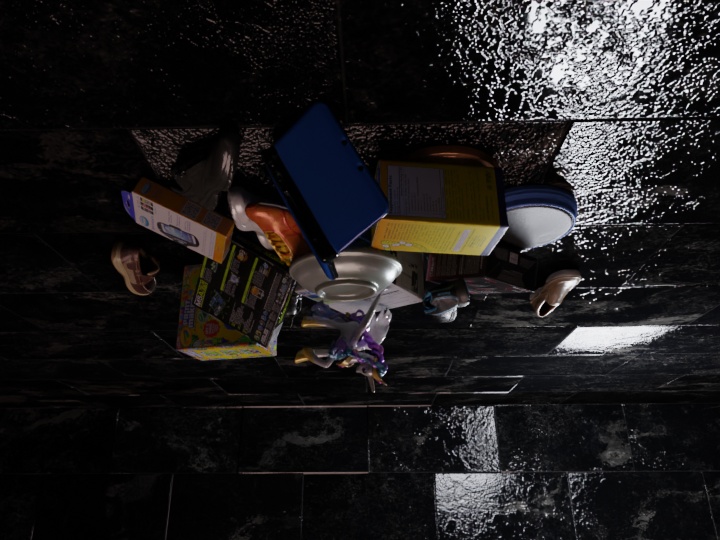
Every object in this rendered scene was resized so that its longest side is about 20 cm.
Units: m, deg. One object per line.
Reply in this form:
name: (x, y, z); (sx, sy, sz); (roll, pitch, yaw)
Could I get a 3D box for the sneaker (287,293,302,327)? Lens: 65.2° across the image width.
sneaker: (-0.160, 0.058, 1.340); (0.060, 0.104, 0.200); (7, 156, -18)

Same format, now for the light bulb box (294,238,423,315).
light bulb box: (0.000, 0.000, 1.183); (0.198, 0.125, 0.200); (-16, 151, 33)

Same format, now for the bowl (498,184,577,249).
bowl: (0.310, -0.095, 1.076); (0.200, 0.039, 0.201); (0, 156, 0)

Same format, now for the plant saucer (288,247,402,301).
plant saucer: (-0.025, 0.017, 0.987); (0.200, 0.050, 0.200); (-2, 161, -1)

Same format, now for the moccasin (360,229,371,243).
moccasin: (0.038, -0.086, 1.026); (0.200, 0.081, 0.068); (7, 139, -49)

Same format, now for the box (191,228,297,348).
box: (-0.234, 0.033, 1.139); (0.193, 0.048, 0.200); (30, 122, 10)

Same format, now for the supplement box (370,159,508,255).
supplement box: (0.120, -0.098, 0.903); (0.199, 0.109, 0.110); (3, 156, -5)

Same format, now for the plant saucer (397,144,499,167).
plant saucer: (0.140, -0.145, 0.970); (0.200, 0.032, 0.200); (-1, 156, 0)

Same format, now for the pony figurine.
pony figurine: (-0.016, 0.130, 1.132); (0.200, 0.193, 0.167); (14, 158, 18)

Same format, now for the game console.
game console: (-0.050, -0.112, 0.837); (0.118, 0.200, 0.171); (-29, 164, -5)

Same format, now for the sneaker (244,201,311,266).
sneaker: (-0.122, -0.054, 0.970); (0.073, 0.077, 0.200); (-5, 151, 37)

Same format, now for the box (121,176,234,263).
box: (-0.330, -0.093, 1.017); (0.200, 0.042, 0.119); (28, 152, -5)

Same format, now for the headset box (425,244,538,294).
headset box: (0.248, 0.000, 1.197); (0.148, 0.075, 0.200); (16, 168, -32)

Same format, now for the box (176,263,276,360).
box: (-0.299, 0.093, 1.295); (0.192, 0.200, 0.122); (-6, 159, 11)

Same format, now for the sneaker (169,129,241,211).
sneaker: (-0.249, -0.159, 0.889); (0.091, 0.076, 0.200); (19, 149, -24)

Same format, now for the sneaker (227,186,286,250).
sneaker: (-0.165, -0.106, 1.023); (0.099, 0.078, 0.200); (-17, 160, 14)

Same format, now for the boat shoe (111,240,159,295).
boat shoe: (-0.483, -0.001, 1.252); (0.072, 0.072, 0.200); (1, 150, 0)

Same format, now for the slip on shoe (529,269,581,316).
slip on shoe: (0.482, 0.057, 1.396); (0.076, 0.061, 0.200); (5, 156, -13)

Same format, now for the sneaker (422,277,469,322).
sneaker: (0.164, 0.064, 1.176); (0.082, 0.073, 0.200); (-10, 161, -7)
